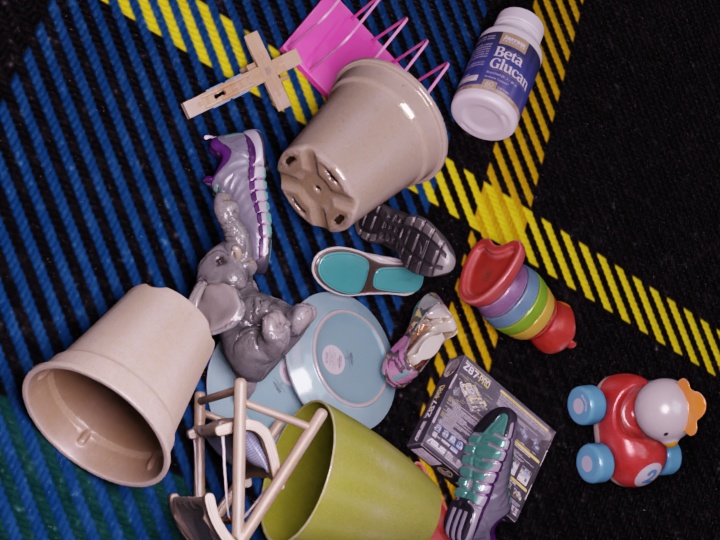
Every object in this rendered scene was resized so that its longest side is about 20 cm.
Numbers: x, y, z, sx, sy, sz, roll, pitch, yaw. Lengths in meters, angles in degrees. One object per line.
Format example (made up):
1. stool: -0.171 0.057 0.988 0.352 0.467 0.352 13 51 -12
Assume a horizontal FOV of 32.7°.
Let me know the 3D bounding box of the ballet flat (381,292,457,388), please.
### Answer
1. ballet flat: 0.096 0.095 1.759 0.070 0.071 0.200 57 39 -16

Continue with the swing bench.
1. swing bench: -0.150 0.254 1.500 0.128 0.199 0.203 21 72 -17

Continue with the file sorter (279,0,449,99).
1. file sorter: 0.013 -0.319 1.812 0.200 0.125 0.140 45 59 -14

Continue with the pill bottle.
1. pill bottle: 0.225 -0.317 1.954 0.110 0.111 0.202 34 62 -20

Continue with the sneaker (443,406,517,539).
1. sneaker: 0.187 0.297 1.747 0.087 0.074 0.202 27 83 -35

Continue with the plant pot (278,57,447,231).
1. plant pot: -0.009 -0.158 1.695 0.201 0.200 0.184 52 54 -10

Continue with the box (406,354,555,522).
1. box: 0.181 0.249 1.813 0.199 0.049 0.162 39 63 -17

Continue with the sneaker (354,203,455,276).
1. sneaker: 0.077 -0.048 1.754 0.079 0.199 0.076 11 107 -43

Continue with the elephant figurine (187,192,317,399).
1. elephant figurine: -0.165 0.034 1.594 0.200 0.142 0.155 41 59 3

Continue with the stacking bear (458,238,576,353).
1. stacking bear: 0.253 0.054 1.879 0.199 0.121 0.115 37 74 -28

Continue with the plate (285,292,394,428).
1. plate: -0.019 0.124 1.707 0.198 0.025 0.203 19 61 -37

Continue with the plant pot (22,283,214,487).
1. plant pot: -0.275 0.125 1.490 0.200 0.200 0.184 45 47 -14

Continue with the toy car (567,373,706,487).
1. toy car: 0.456 0.239 1.899 0.182 0.199 0.180 0 77 -31

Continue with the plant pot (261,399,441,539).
1. plant pot: -0.001 0.290 1.595 0.198 0.186 0.190 23 66 -25

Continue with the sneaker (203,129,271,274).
1. sneaker: -0.169 -0.091 1.676 0.086 0.075 0.203 -3 74 -10

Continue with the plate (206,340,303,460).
1. plate: -0.115 0.158 1.665 0.198 0.025 0.204 9 72 -29

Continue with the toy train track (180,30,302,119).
1. toy train track: -0.170 -0.264 1.742 0.199 0.032 0.116 -31 102 -28

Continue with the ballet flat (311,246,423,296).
1. ballet flat: 0.000 0.000 1.756 0.198 0.069 0.071 7 73 -37

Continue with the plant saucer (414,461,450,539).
1. plant saucer: 0.056 0.403 1.701 0.199 0.037 0.201 -33 96 -35
